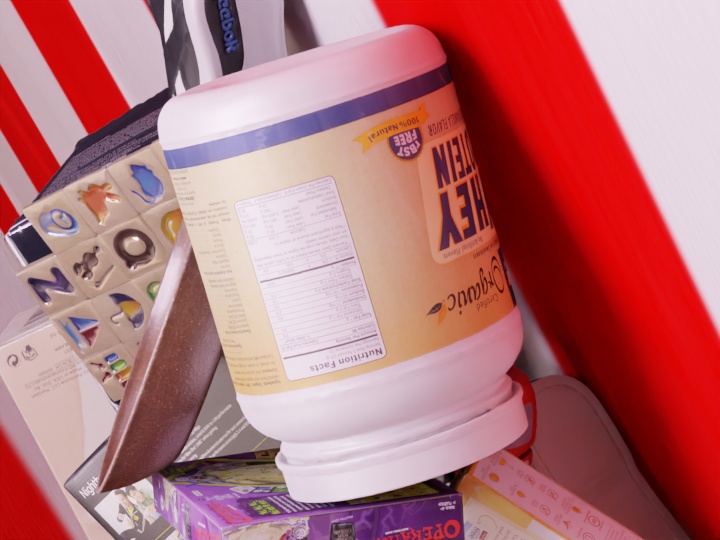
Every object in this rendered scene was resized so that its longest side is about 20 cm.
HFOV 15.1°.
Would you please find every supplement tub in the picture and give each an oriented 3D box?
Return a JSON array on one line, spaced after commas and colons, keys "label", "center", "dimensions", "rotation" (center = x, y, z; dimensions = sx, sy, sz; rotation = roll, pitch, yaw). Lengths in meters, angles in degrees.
[{"label": "supplement tub", "center": [-0.004, -0.004, 1.292], "dimensions": [0.144, 0.144, 0.201], "rotation": [-169, 62, -74]}]

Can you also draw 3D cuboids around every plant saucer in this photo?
[{"label": "plant saucer", "center": [-0.089, 0.025, 1.411], "dimensions": [0.036, 0.202, 0.200], "rotation": [18, 170, -6]}]

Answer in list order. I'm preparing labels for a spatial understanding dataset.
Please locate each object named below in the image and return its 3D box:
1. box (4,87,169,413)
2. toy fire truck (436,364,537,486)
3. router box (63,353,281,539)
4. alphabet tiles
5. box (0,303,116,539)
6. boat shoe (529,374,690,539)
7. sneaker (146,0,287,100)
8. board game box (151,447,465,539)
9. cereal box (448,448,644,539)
[{"label": "box", "center": [-0.100, 0.004, 1.677], "dimensions": [0.201, 0.123, 0.197], "rotation": [58, -166, -12]}, {"label": "toy fire truck", "center": [0.026, 0.015, 1.419], "dimensions": [0.200, 0.049, 0.142], "rotation": [40, 131, 44]}, {"label": "router box", "center": [-0.060, 0.116, 1.544], "dimensions": [0.149, 0.051, 0.200], "rotation": [46, 129, -2]}, {"label": "alphabet tiles", "center": [-0.095, 0.005, 1.529], "dimensions": [0.199, 0.006, 0.167], "rotation": [-23, 113, 32]}, {"label": "box", "center": [-0.151, 0.111, 1.733], "dimensions": [0.201, 0.077, 0.095], "rotation": [64, -169, -10]}, {"label": "boat shoe", "center": [0.130, 0.150, 1.436], "dimensions": [0.201, 0.073, 0.062], "rotation": [64, 160, 0]}, {"label": "sneaker", "center": [-0.081, -0.116, 1.524], "dimensions": [0.112, 0.073, 0.201], "rotation": [-125, 29, -50]}, {"label": "board game box", "center": [-0.031, 0.116, 1.356], "dimensions": [0.200, 0.119, 0.033], "rotation": [-161, 69, -76]}, {"label": "cereal box", "center": [0.110, 0.190, 1.370], "dimensions": [0.199, 0.040, 0.144], "rotation": [33, 128, 0]}]
